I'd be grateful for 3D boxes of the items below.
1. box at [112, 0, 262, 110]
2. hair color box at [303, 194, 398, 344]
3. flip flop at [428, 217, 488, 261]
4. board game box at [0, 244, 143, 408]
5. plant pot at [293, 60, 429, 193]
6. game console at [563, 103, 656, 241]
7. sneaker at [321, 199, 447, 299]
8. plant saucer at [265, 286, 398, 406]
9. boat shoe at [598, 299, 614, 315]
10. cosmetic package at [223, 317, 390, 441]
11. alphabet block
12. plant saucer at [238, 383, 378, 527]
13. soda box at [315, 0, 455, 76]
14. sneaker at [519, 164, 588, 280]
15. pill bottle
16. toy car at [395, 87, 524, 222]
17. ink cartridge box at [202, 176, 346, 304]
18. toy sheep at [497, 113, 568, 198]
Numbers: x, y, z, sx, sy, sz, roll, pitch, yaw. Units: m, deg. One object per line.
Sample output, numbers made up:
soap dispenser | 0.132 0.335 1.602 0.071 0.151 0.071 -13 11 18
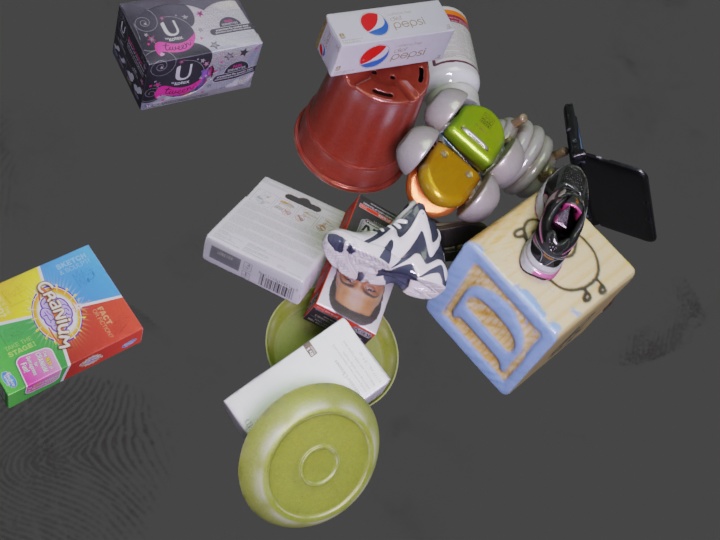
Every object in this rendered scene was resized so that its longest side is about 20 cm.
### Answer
box | -0.276 -0.356 1.667 0.198 0.115 0.133 -18 66 -27
hair color box | 0.000 0.000 1.525 0.101 0.061 0.201 27 58 -11
flip flop | 0.107 -0.054 1.645 0.198 0.082 0.058 -2 25 -11
board game box | -0.416 0.070 1.399 0.199 0.040 0.153 -28 72 -31
plant pot | 0.011 -0.262 1.659 0.198 0.196 0.203 9 57 -13
game console | 0.410 -0.160 1.718 0.115 0.200 0.177 -9 55 15
sneaker | 0.039 -0.050 1.484 0.197 0.079 0.131 17 59 -19
plant saucer | -0.043 0.118 1.506 0.198 0.031 0.202 9 57 -15
boat shoe | 0.331 -0.012 1.694 0.070 0.070 0.201 -31 82 -25
cosmetic package | -0.073 0.168 1.398 0.199 0.081 0.113 -36 79 -16
alphabet block | 0.250 0.029 1.564 0.199 0.197 0.196 -34 76 -33
plant saucer | -0.058 0.244 1.336 0.198 0.202 0.031 -11 22 -25
soda box | 0.037 -0.348 1.560 0.198 0.068 0.064 -15 65 -27
sneaker | 0.292 -0.079 1.473 0.080 0.087 0.201 24 54 -5
pill bottle | 0.148 -0.350 1.815 0.108 0.110 0.202 3 59 -17
toy car | 0.144 -0.168 1.640 0.175 0.150 0.201 39 64 -6
ink cartridge box | -0.121 -0.049 1.571 0.161 0.057 0.200 25 33 8
toy sheep | 0.258 -0.193 1.739 0.200 0.138 0.138 39 54 -11
